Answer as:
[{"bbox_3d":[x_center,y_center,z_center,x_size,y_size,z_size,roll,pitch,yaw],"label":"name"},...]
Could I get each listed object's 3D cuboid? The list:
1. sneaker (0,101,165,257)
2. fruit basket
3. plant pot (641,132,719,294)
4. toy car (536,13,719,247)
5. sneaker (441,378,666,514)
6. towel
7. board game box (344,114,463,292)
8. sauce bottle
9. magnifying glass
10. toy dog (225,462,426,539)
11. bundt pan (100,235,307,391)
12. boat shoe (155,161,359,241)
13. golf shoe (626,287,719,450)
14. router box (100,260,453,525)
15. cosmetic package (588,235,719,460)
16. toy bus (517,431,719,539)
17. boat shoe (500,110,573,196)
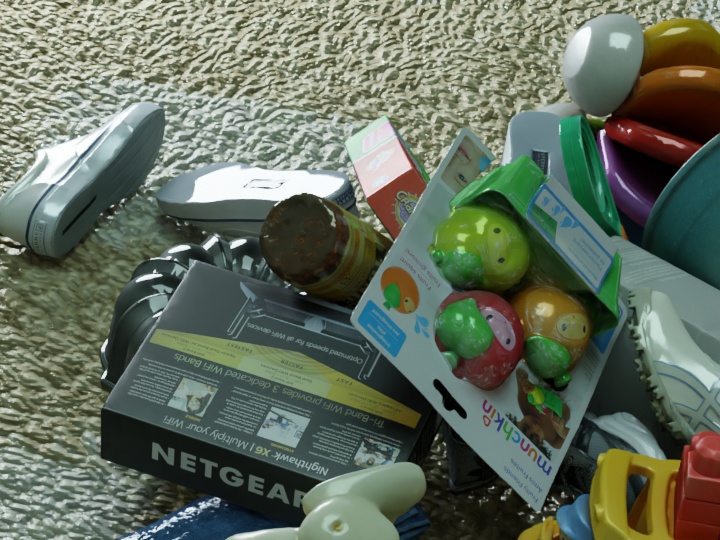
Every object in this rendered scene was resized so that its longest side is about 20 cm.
[{"bbox_3d":[-0.226,-0.085,1.845,0.071,0.073,0.200,20,37,17],"label":"sneaker"},{"bbox_3d":[0.096,0.027,1.509,0.185,0.094,0.200,46,41,-16],"label":"fruit basket"},{"bbox_3d":[0.340,0.006,1.690,0.200,0.200,0.188,-14,53,-26],"label":"plant pot"},{"bbox_3d":[0.231,-0.093,1.809,0.175,0.200,0.150,14,34,-23],"label":"toy car"},{"bbox_3d":[0.124,0.131,1.570,0.114,0.076,0.200,-21,40,-25],"label":"sneaker"},{"bbox_3d":[-0.063,0.176,1.494,0.200,0.049,0.112,-23,41,-34],"label":"towel"},{"bbox_3d":[0.053,-0.024,1.674,0.040,0.153,0.200,-34,15,4],"label":"board game box"},{"bbox_3d":[0.000,0.000,1.611,0.066,0.066,0.200,27,0,30],"label":"sauce bottle"},{"bbox_3d":[0.184,-0.041,1.729,0.022,0.200,0.080,-13,51,13],"label":"magnifying glass"},{"bbox_3d":[0.000,0.229,1.333,0.194,0.140,0.200,2,40,-35],"label":"toy dog"},{"bbox_3d":[-0.090,0.041,1.671,0.201,0.076,0.202,3,33,-2],"label":"bundt pan"},{"bbox_3d":[-0.082,-0.040,1.804,0.200,0.065,0.074,8,35,45],"label":"boat shoe"},{"bbox_3d":[0.245,0.094,1.535,0.097,0.078,0.200,-24,76,9],"label":"golf shoe"},{"bbox_3d":[-0.050,0.086,1.518,0.200,0.052,0.157,18,43,12],"label":"router box"},{"bbox_3d":[0.224,0.066,1.635,0.200,0.107,0.090,31,27,30],"label":"cosmetic package"},{"bbox_3d":[0.185,0.173,1.403,0.199,0.192,0.136,6,35,5],"label":"toy bus"},{"bbox_3d":[0.119,-0.036,1.718,0.074,0.086,0.202,10,34,2],"label":"boat shoe"}]
